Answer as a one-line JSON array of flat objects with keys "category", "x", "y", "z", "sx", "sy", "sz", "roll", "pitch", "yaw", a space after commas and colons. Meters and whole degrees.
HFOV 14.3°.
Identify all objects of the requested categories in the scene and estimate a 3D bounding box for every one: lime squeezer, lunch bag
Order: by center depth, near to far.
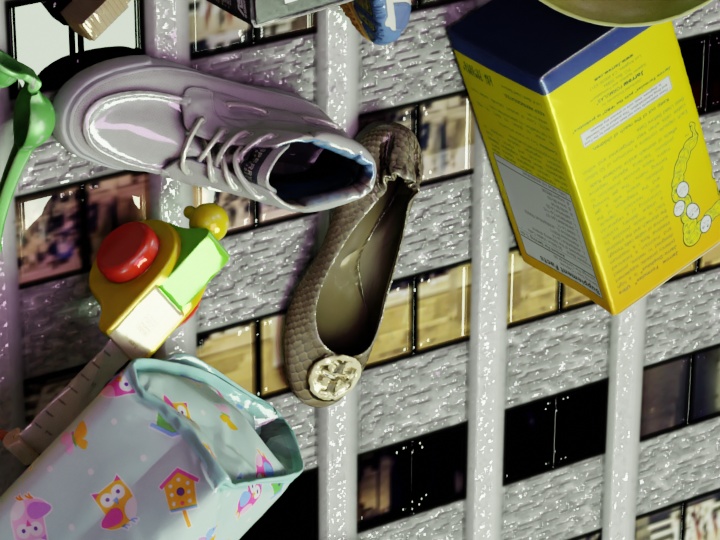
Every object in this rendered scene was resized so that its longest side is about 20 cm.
[{"category": "lime squeezer", "x": -0.222, "y": -0.104, "z": 1.691, "sx": 0.070, "sy": 0.038, "sz": 0.200, "roll": -14, "pitch": 125, "yaw": 6}, {"category": "lunch bag", "x": -0.134, "y": 0.144, "z": 1.775, "sx": 0.170, "sy": 0.122, "sz": 0.200, "roll": -46, "pitch": 169, "yaw": 11}]

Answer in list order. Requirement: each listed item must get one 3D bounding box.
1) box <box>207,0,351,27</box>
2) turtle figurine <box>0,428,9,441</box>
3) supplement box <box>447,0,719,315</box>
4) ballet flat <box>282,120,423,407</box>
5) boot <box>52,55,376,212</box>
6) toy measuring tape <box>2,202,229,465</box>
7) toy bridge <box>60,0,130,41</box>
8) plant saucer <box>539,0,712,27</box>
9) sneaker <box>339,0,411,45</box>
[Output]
[{"category": "box", "x": -0.073, "y": -0.262, "z": 1.634, "sx": 0.086, "sy": 0.164, "sz": 0.201, "roll": -19, "pitch": 120, "yaw": -28}, {"category": "turtle figurine", "x": -0.295, "y": 0.130, "z": 1.687, "sx": 0.200, "sy": 0.064, "sz": 0.162, "roll": 21, "pitch": 85, "yaw": -32}, {"category": "supplement box", "x": 0.154, "y": -0.091, "z": 1.911, "sx": 0.109, "sy": 0.109, "sz": 0.200, "roll": -34, "pitch": 127, "yaw": -18}, {"category": "ballet flat", "x": 0.000, "y": 0.000, "z": 1.883, "sx": 0.067, "sy": 0.046, "sz": 0.200, "roll": 9, "pitch": 105, "yaw": -37}, {"category": "boot", "x": -0.084, "y": -0.081, "z": 1.753, "sx": 0.200, "sy": 0.096, "sz": 0.074, "roll": 1, "pitch": 110, "yaw": -36}, {"category": "toy measuring tape", "x": -0.157, "y": 0.031, "z": 1.769, "sx": 0.200, "sy": 0.074, "sz": 0.074, "roll": -48, "pitch": 130, "yaw": -10}, {"category": "toy bridge", "x": -0.188, "y": -0.226, "z": 1.656, "sx": 0.067, "sy": 0.027, "sz": 0.200, "roll": -45, "pitch": 129, "yaw": -13}, {"category": "plant saucer", "x": 0.166, "y": -0.253, "z": 1.796, "sx": 0.031, "sy": 0.199, "sz": 0.201, "roll": -43, "pitch": 143, "yaw": -64}, {"category": "sneaker", "x": 0.016, "y": -0.237, "z": 1.767, "sx": 0.088, "sy": 0.075, "sz": 0.200, "roll": -27, "pitch": 125, "yaw": -24}]
